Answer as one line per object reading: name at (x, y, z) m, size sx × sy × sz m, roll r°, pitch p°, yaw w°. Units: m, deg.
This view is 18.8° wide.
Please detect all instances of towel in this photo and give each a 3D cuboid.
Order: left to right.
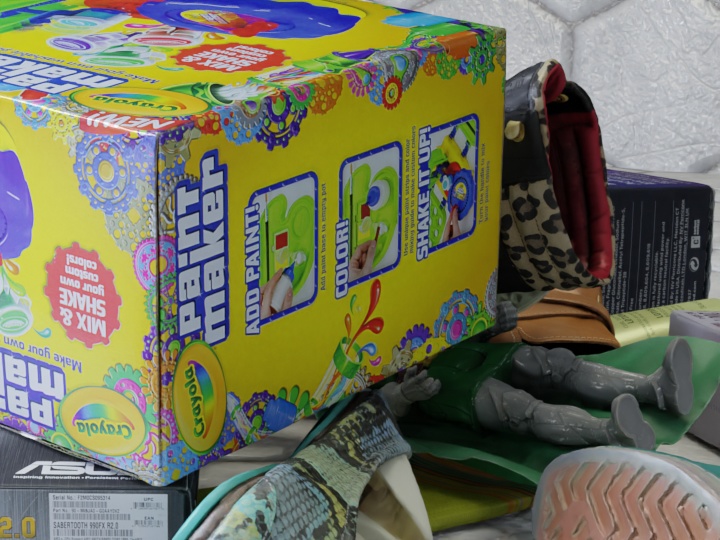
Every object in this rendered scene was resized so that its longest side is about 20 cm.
towel at (0.013, 0.091, 0.899) m, size 0.086 × 0.018 × 0.200 m, roll 7°, pitch 9°, yaw 40°

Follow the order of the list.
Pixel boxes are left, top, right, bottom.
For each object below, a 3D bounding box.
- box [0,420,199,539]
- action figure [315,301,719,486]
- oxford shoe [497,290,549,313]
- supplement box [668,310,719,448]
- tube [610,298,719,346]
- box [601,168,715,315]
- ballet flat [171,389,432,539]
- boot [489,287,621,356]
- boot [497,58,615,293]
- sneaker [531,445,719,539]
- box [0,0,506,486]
box at (-0.156, 0.064, 0.777) m, size 0.199 × 0.049 × 0.158 m, roll 1°, pitch 21°, yaw -2°
action figure at (0.048, 0.049, 0.927) m, size 0.199 × 0.055 × 0.118 m, roll 3°, pitch 30°, yaw 42°
oxford shoe at (0.000, 0.000, 1.014) m, size 0.199 × 0.076 × 0.058 m, roll -13°, pitch 7°, yaw 20°
supplement box at (0.264, 0.057, 1.085) m, size 0.199 × 0.061 × 0.109 m, roll 2°, pitch 7°, yaw -13°
tube at (0.101, 0.051, 1.125) m, size 0.199 × 0.052 × 0.058 m, roll -8°, pitch -24°, yaw -17°
box at (0.102, -0.010, 1.381) m, size 0.199 × 0.105 × 0.148 m, roll -2°, pitch 9°, yaw -37°
ballet flat at (-0.011, 0.091, 0.742) m, size 0.074 × 0.075 × 0.200 m, roll 4°, pitch 11°, yaw 14°
boot at (0.024, 0.042, 1.056) m, size 0.199 × 0.077 × 0.155 m, roll -14°, pitch 27°, yaw -6°
boot at (0.016, -0.067, 0.905) m, size 0.150 × 0.201 × 0.073 m, roll -6°, pitch 20°, yaw 31°
sneaker at (0.144, 0.102, 0.679) m, size 0.080 × 0.072 × 0.200 m, roll 2°, pitch 11°, yaw -44°
box at (-0.082, -0.030, 0.796) m, size 0.199 × 0.123 × 0.192 m, roll 15°, pitch 24°, yaw 34°
